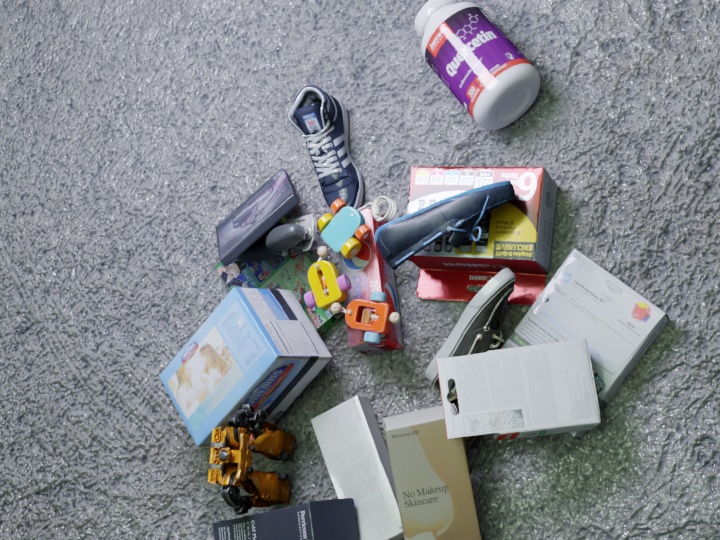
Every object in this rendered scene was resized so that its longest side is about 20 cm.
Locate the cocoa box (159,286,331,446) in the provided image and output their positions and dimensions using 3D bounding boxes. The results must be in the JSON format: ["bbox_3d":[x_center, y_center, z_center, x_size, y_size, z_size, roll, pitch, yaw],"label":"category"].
[{"bbox_3d":[-0.167,0.139,1.680,0.200,0.130,0.134,-48,62,23],"label":"cocoa box"}]

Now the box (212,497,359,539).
[{"bbox_3d":[-0.092,0.425,1.584,0.180,0.103,0.203,-18,73,35],"label":"box"}]

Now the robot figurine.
[{"bbox_3d":[-0.152,0.268,1.627,0.057,0.200,0.148,-2,74,23],"label":"robot figurine"}]

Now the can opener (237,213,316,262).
[{"bbox_3d":[-0.133,-0.049,1.702,0.199,0.066,0.054,-8,71,51],"label":"can opener"}]

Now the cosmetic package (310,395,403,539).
[{"bbox_3d":[0.005,0.286,1.636,0.082,0.051,0.202,-28,67,17],"label":"cosmetic package"}]

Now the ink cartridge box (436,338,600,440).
[{"bbox_3d":[0.200,0.157,1.500,0.196,0.050,0.111,-7,74,-2],"label":"ink cartridge box"}]

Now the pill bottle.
[{"bbox_3d":[0.163,-0.307,1.688,0.112,0.112,0.201,-41,64,9],"label":"pill bottle"}]

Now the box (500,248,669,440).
[{"bbox_3d":[0.290,0.097,1.564,0.155,0.041,0.201,37,94,27],"label":"box"}]

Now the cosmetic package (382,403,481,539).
[{"bbox_3d":[0.095,0.287,1.528,0.103,0.071,0.203,-12,96,-1],"label":"cosmetic package"}]

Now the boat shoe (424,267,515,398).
[{"bbox_3d":[0.164,0.088,1.596,0.063,0.070,0.201,40,117,19],"label":"boat shoe"}]

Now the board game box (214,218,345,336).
[{"bbox_3d":[-0.121,0.027,1.774,0.134,0.029,0.201,-40,64,9],"label":"board game box"}]

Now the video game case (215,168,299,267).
[{"bbox_3d":[-0.156,-0.082,1.741,0.142,0.200,0.019,-41,106,4],"label":"video game case"}]

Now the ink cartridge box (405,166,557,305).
[{"bbox_3d":[0.164,-0.049,1.635,0.197,0.084,0.179,2,78,24],"label":"ink cartridge box"}]

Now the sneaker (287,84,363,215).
[{"bbox_3d":[-0.054,-0.181,1.754,0.069,0.108,0.203,-17,70,19],"label":"sneaker"}]

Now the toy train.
[{"bbox_3d":[0.000,0.000,1.636,0.148,0.055,0.204,2,81,24],"label":"toy train"}]

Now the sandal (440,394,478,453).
[{"bbox_3d":[0.131,0.209,1.582,0.200,0.054,0.081,-42,63,28],"label":"sandal"}]

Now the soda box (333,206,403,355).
[{"bbox_3d":[0.012,0.015,1.693,0.062,0.070,0.203,-13,72,21],"label":"soda box"}]

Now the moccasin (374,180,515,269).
[{"bbox_3d":[0.119,-0.060,1.568,0.197,0.080,0.069,-22,88,12],"label":"moccasin"}]
